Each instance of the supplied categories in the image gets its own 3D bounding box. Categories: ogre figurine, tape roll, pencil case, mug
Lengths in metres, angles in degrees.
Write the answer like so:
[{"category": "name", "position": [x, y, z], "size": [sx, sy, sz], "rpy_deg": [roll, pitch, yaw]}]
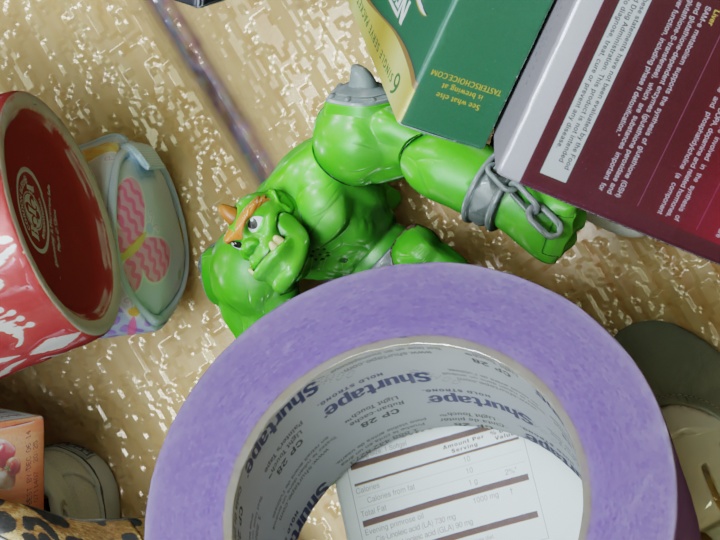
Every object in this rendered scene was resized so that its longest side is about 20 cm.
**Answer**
[{"category": "ogre figurine", "position": [0.000, 0.000, 1.142], "size": [0.120, 0.098, 0.200], "rpy_deg": [47, 147, 8]}, {"category": "tape roll", "position": [0.025, 0.103, 0.999], "size": [0.199, 0.085, 0.201], "rpy_deg": [-5, 63, 11]}, {"category": "pencil case", "position": [-0.178, -0.004, 1.211], "size": [0.199, 0.083, 0.091], "rpy_deg": [-8, 74, 20]}, {"category": "mug", "position": [-0.220, -0.013, 1.112], "size": [0.199, 0.133, 0.178], "rpy_deg": [-18, 94, 16]}]

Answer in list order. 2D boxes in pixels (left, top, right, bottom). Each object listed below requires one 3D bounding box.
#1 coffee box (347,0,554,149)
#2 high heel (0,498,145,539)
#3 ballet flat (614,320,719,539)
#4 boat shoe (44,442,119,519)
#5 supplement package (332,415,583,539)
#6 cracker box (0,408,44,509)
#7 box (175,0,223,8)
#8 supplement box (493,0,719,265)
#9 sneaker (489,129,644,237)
[{"category": "coffee box", "position": [0.058, -0.163, 1.072], "size": [0.044, 0.123, 0.200], "rpy_deg": [14, 118, -20]}, {"category": "high heel", "position": [-0.125, 0.114, 1.146], "size": [0.200, 0.143, 0.071], "rpy_deg": [32, 121, -14]}, {"category": "ballet flat", "position": [0.157, 0.112, 1.112], "size": [0.067, 0.064, 0.200], "rpy_deg": [-29, 85, 20]}, {"category": "boat shoe", "position": [-0.146, 0.182, 1.223], "size": [0.071, 0.070, 0.201], "rpy_deg": [4, 96, 19]}, {"category": "supplement package", "position": [0.067, 0.156, 1.075], "size": [0.109, 0.114, 0.200], "rpy_deg": [-16, 62, 7]}, {"category": "cracker box", "position": [-0.224, 0.123, 1.212], "size": [0.200, 0.058, 0.134], "rpy_deg": [7, 98, 46]}, {"category": "box", "position": [-0.104, -0.231, 1.108], "size": [0.182, 0.104, 0.201], "rpy_deg": [17, 116, 31]}, {"category": "supplement box", "position": [0.164, -0.057, 1.052], "size": [0.200, 0.061, 0.109], "rpy_deg": [22, 112, -6]}, {"category": "sneaker", "position": [0.141, -0.101, 1.104], "size": [0.087, 0.075, 0.200], "rpy_deg": [39, 113, -1]}]
